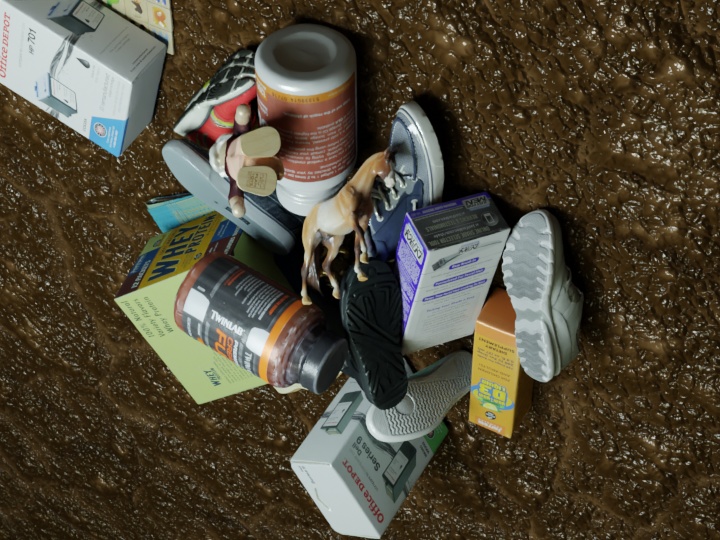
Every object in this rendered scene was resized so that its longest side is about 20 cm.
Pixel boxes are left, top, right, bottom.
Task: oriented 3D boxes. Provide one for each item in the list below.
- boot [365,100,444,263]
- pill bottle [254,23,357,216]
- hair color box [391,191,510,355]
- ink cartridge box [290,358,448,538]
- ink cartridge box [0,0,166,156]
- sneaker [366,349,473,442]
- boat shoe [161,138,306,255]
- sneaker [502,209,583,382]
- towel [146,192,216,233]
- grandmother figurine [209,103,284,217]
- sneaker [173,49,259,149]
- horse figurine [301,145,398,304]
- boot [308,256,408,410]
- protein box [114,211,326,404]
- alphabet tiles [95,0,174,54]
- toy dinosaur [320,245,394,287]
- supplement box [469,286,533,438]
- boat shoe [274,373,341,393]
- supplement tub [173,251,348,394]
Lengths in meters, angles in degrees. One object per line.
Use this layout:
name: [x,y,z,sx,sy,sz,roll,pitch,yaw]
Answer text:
boot: [0.041,-0.090,1.387,0.073,0.089,0.202,48,157,42]
pill bottle: [-0.058,-0.162,1.383,0.111,0.113,0.202,20,139,18]
hair color box: [0.094,0.007,1.442,0.065,0.108,0.201,61,154,30]
ink cartridge box: [0.015,0.239,1.674,0.083,0.201,0.147,-4,128,44]
ink cartridge box: [-0.348,-0.257,1.516,0.198,0.086,0.147,31,143,3]
sneaker: [0.062,0.181,1.580,0.074,0.199,0.118,55,137,9]
boat shoe: [-0.144,-0.113,1.507,0.200,0.092,0.071,39,157,-18]
sneaker: [0.215,0.021,1.414,0.074,0.081,0.203,24,128,47]
towel: [-0.197,-0.027,1.708,0.145,0.022,0.201,-6,127,41]
grandmother figurine: [-0.129,-0.121,1.372,0.060,0.123,0.200,13,-174,-16]
sneaker: [-0.147,-0.194,1.462,0.084,0.078,0.199,35,154,-18]
horse figurine: [-0.023,-0.041,1.374,0.049,0.135,0.200,10,154,-27]
boot: [-0.019,0.054,1.492,0.168,0.076,0.203,33,142,51]
protein box: [-0.173,0.040,1.629,0.198,0.136,0.200,-19,120,30]
alphabet tiles: [-0.294,-0.336,1.464,0.164,0.006,0.202,23,141,16]
toy dinosaur: [0.000,0.000,1.570,0.105,0.061,0.200,21,153,-8]
supplement box: [0.179,0.118,1.539,0.066,0.069,0.202,20,142,21]
boat shoe: [-0.081,0.123,1.733,0.069,0.074,0.199,42,143,-19]
supplement tub: [-0.113,0.065,1.433,0.198,0.107,0.108,28,143,21]
